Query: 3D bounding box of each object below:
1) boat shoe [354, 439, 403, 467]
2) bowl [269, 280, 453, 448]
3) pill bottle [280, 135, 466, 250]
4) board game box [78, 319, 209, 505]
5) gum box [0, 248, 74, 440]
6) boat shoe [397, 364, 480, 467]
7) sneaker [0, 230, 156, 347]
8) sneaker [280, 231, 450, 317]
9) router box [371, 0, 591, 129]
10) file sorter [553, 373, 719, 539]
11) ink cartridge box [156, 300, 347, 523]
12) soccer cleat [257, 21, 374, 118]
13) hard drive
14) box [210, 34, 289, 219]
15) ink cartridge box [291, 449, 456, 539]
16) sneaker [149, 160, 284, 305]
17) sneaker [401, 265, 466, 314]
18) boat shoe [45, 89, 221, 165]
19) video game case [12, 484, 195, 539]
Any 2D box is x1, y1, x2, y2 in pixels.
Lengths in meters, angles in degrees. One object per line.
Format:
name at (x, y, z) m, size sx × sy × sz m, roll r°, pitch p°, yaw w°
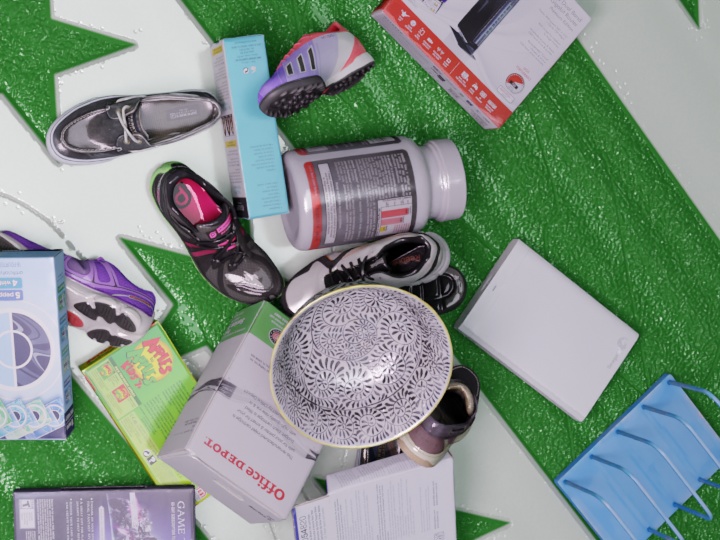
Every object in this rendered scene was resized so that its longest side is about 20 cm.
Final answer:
boat shoe at (0.033, 0.166, 1.802) m, size 0.068 × 0.057 × 0.201 m, roll 4°, pitch 92°, yaw -16°
bowl at (-0.006, 0.083, 1.668) m, size 0.200 × 0.094 × 0.202 m, roll -5°, pitch 119°, yaw -9°
pill bottle at (0.013, -0.092, 1.754) m, size 0.199 × 0.116 × 0.117 m, roll -8°, pitch 95°, yaw -15°
board game box at (-0.221, 0.166, 1.734) m, size 0.101 × 0.048 × 0.201 m, roll -34°, pitch 101°, yaw -13°
gum box at (-0.398, 0.080, 1.639) m, size 0.169 × 0.045 × 0.201 m, roll 0°, pitch 103°, yaw 3°
boat shoe at (0.104, 0.156, 1.757) m, size 0.072 × 0.200 × 0.065 m, roll 42°, pitch 119°, yaw 4°
sneaker at (-0.319, 0.013, 1.696) m, size 0.199 × 0.084 × 0.081 m, roll 29°, pitch 129°, yaw -5°
sneaker at (0.000, 0.000, 1.716) m, size 0.199 × 0.080 × 0.074 m, roll -22°, pitch 82°, yaw 7°
router box at (0.143, -0.300, 1.816) m, size 0.200 × 0.049 × 0.180 m, roll 42°, pitch 81°, yaw -13°
file sorter at (0.368, 0.248, 1.869) m, size 0.200 × 0.123 × 0.139 m, roll -41°, pitch 102°, yaw -10°
ink cartridge box at (-0.113, 0.159, 1.708) m, size 0.146 × 0.084 × 0.201 m, roll 39°, pitch 61°, yaw -20°
soccer cleat at (-0.061, -0.225, 1.715) m, size 0.073 × 0.068 × 0.200 m, roll 54°, pitch 39°, yaw 4°
hard drive at (0.227, 0.073, 1.870) m, size 0.200 × 0.026 × 0.132 m, roll 37°, pitch 83°, yaw -14°
box at (-0.125, -0.160, 1.729) m, size 0.049 × 0.082 × 0.201 m, roll -10°, pitch 95°, yaw -15°
ink cartridge box at (0.015, 0.310, 1.773) m, size 0.199 × 0.041 × 0.200 m, roll -14°, pitch 122°, yaw -17°
sneaker at (-0.162, -0.036, 1.723) m, size 0.077 × 0.084 × 0.200 m, roll -45°, pitch 103°, yaw -9°
sneaker at (0.025, 0.034, 1.786) m, size 0.199 × 0.079 × 0.076 m, roll -2°, pitch 84°, yaw 6°
boat shoe at (-0.249, -0.166, 1.698) m, size 0.199 × 0.071 × 0.072 m, roll -18°, pitch 97°, yaw -14°
video game case at (-0.283, 0.310, 1.710) m, size 0.199 × 0.019 × 0.144 m, roll -1°, pitch 100°, yaw -6°
